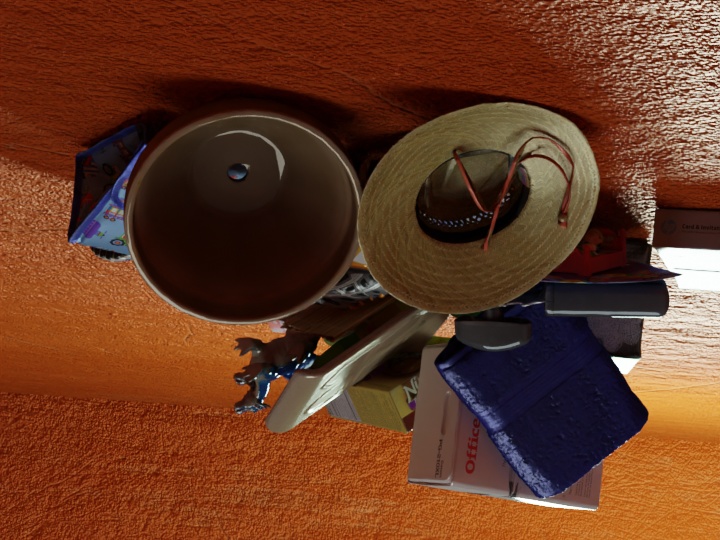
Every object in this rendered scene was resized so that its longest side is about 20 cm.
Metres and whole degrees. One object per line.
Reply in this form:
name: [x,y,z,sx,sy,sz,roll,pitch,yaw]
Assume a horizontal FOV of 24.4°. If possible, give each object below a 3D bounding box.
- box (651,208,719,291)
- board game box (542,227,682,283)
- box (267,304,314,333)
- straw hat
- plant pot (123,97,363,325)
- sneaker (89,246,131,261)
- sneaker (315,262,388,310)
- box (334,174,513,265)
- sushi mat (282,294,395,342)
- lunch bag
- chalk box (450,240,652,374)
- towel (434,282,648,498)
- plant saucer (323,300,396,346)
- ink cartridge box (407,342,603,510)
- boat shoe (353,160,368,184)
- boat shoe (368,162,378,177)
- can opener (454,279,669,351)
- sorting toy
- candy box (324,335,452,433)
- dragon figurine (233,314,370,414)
box: [0.373,-0.014,1.613,0.154,0.042,0.200,4,168,20]
board game box: [0.207,-0.019,1.579,0.156,0.039,0.200,-2,-173,-14]
box: [-0.056,0.010,1.839,0.094,0.104,0.200,6,169,4]
straw hat: [0.086,-0.068,1.344,0.199,0.202,0.085,10,-150,-20]
plant pot: [-0.099,-0.063,1.391,0.199,0.202,0.093,9,-150,-14]
sneaker: [-0.197,-0.039,1.730,0.199,0.079,0.089,-1,165,34]
sneaker: [0.000,0.000,1.640,0.198,0.078,0.078,2,-147,21]
box: [0.076,-0.043,1.472,0.199,0.042,0.119,16,125,-47]
sushi mat: [0.021,0.016,1.697,0.199,0.012,0.095,-33,-155,-26]
lunch bag: [-0.158,-0.083,1.510,0.149,0.095,0.200,13,155,-27]
chalk box: [0.194,0.031,1.740,0.198,0.126,0.124,7,170,4]
towel: [0.179,0.113,1.645,0.200,0.147,0.050,53,-179,-20]
plant saucer: [0.053,0.042,1.840,0.199,0.031,0.200,-28,170,-6]
ink cartridge box: [0.155,0.162,1.722,0.199,0.146,0.084,14,168,-33]
boat shoe: [-0.037,-0.061,1.534,0.067,0.073,0.200,9,172,-14]
boat shoe: [0.068,-0.043,1.567,0.072,0.069,0.199,-3,166,41]
can opener: [0.187,0.040,1.556,0.198,0.068,0.053,1,-168,6]
sorting toy: [-0.002,0.086,1.711,0.199,0.037,0.185,-29,167,-24]
candy box: [0.042,0.122,1.857,0.116,0.057,0.200,-30,-166,-22]
dragon figurine: [-0.068,0.087,1.776,0.199,0.059,0.099,-30,158,15]
